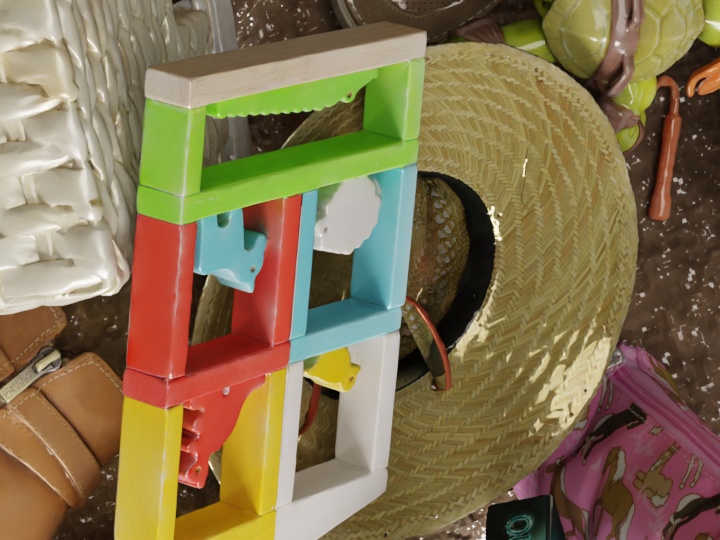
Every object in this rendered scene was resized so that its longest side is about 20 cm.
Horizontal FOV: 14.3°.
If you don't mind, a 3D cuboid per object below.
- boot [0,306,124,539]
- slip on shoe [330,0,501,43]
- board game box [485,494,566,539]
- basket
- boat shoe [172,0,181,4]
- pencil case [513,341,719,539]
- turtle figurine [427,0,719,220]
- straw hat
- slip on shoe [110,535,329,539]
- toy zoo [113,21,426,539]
[{"bbox_3d":[-0.188,0.039,1.067,0.155,0.077,0.200,-43,93,-13],"label":"boot"},{"bbox_3d":[0.068,-0.163,1.104,0.200,0.061,0.076,-42,105,-5],"label":"slip on shoe"},{"bbox_3d":[0.083,0.204,1.079,0.028,0.136,0.201,-11,124,12],"label":"board game box"},{"bbox_3d":[-0.162,-0.091,0.969,0.199,0.161,0.199,-6,107,16],"label":"basket"},{"bbox_3d":[-0.074,-0.143,1.067,0.068,0.072,0.201,-22,107,-15],"label":"boat shoe"},{"bbox_3d":[0.125,0.097,1.081,0.083,0.200,0.086,-47,117,1],"label":"pencil case"},{"bbox_3d":[0.083,-0.090,1.083,0.160,0.065,0.201,-3,131,-15],"label":"turtle figurine"},{"bbox_3d":[0.000,0.000,1.068,0.200,0.085,0.202,-12,112,-31],"label":"straw hat"},{"bbox_3d":[-0.097,0.133,1.081,0.199,0.074,0.062,-17,106,13],"label":"slip on shoe"},{"bbox_3d":[-0.030,0.023,0.961,0.131,0.020,0.201,-16,116,-52],"label":"toy zoo"}]
